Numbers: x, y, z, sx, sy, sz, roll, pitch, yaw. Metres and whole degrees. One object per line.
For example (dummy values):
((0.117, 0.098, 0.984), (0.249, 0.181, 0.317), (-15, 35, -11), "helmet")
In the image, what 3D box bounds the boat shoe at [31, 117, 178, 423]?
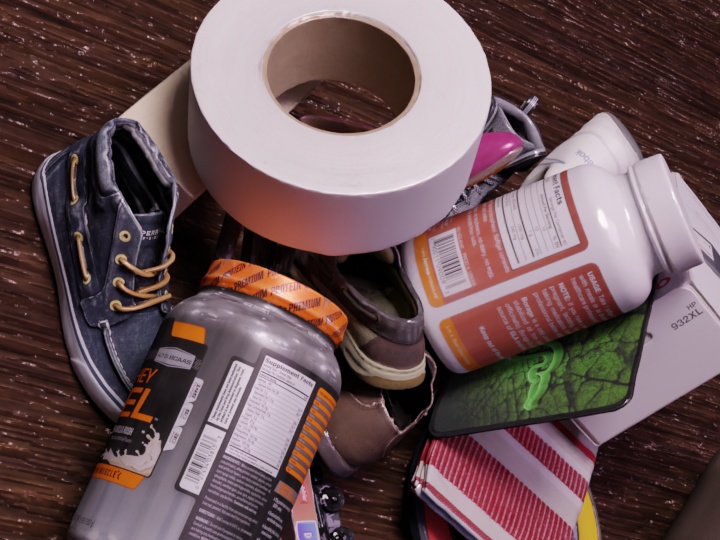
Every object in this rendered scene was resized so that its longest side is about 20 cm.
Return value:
((-0.151, 0.004, 1.022), (0.071, 0.091, 0.201), (-15, 82, -45), "boat shoe")

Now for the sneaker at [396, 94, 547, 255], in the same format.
((0.078, -0.074, 1.244), (0.075, 0.114, 0.200), (44, 47, -8), "sneaker")

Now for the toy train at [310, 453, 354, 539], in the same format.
((-0.051, 0.110, 1.108), (0.046, 0.034, 0.201), (-8, 77, -33), "toy train")

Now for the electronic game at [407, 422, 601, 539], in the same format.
((0.114, 0.193, 1.211), (0.200, 0.042, 0.201), (19, 60, -36), "electronic game")

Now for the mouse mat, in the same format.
((0.141, 0.046, 1.175), (0.008, 0.160, 0.200), (60, 33, -28), "mouse mat")

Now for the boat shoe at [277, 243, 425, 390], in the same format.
((-0.001, 0.000, 1.117), (0.072, 0.066, 0.201), (1, 36, -27), "boat shoe")

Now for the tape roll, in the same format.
((-0.017, -0.112, 1.053), (0.202, 0.071, 0.203), (3, 57, -5), "tape roll")

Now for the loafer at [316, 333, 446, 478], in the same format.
((0.032, 0.084, 1.144), (0.073, 0.071, 0.200), (59, 30, -14), "loafer")

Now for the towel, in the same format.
((0.117, 0.139, 1.202), (0.144, 0.023, 0.200), (42, 42, -15), "towel")

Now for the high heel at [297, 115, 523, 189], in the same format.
((0.030, -0.094, 1.154), (0.067, 0.200, 0.096), (-25, 95, -40), "high heel")

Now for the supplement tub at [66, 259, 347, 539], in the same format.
((-0.089, 0.102, 0.974), (0.122, 0.122, 0.201), (31, 72, -28), "supplement tub")

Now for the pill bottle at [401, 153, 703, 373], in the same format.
((0.139, -0.009, 1.141), (0.112, 0.199, 0.113), (-21, 90, -76), "pill bottle")

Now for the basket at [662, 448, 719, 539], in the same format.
((0.321, 0.245, 1.315), (0.180, 0.136, 0.200), (51, 42, -17), "basket")

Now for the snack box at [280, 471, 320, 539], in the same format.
((-0.050, 0.219, 1.029), (0.024, 0.072, 0.201), (5, 68, -41), "snack box")

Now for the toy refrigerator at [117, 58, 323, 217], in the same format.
((-0.106, -0.114, 1.135), (0.076, 0.070, 0.200), (47, 46, -6), "toy refrigerator")

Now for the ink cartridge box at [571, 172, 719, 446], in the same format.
((0.222, 0.028, 1.265), (0.084, 0.145, 0.200), (48, 24, -16), "ink cartridge box")

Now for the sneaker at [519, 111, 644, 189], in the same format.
((0.153, -0.059, 1.268), (0.087, 0.200, 0.075), (-31, 77, -21), "sneaker")

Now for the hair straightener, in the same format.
((-0.070, -0.002, 1.089), (0.077, 0.041, 0.201), (17, 78, -28), "hair straightener")
